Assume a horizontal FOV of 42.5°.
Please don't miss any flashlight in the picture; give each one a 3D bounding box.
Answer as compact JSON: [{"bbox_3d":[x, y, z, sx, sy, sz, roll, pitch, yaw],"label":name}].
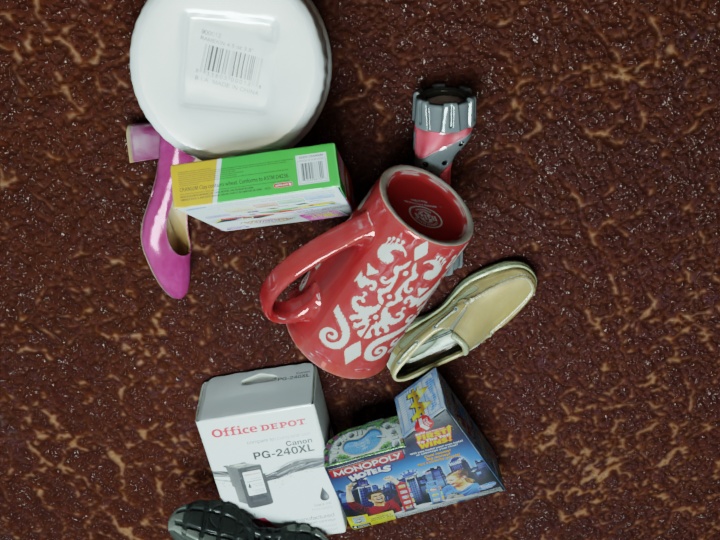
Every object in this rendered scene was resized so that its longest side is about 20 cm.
[{"bbox_3d":[0.087,-0.091,0.978,0.068,0.067,0.202,-25,126,-33],"label":"flashlight"}]

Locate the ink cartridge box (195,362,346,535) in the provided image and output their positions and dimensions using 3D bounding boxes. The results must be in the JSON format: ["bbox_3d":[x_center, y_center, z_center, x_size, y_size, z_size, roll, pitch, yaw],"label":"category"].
[{"bbox_3d":[-0.104,0.226,1.123,0.143,0.084,0.202,-10,118,5],"label":"ink cartridge box"}]

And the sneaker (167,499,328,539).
[{"bbox_3d":[-0.135,0.334,1.093,0.198,0.076,0.080,19,120,-10],"label":"sneaker"}]

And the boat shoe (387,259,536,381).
[{"bbox_3d":[0.117,0.067,1.048,0.199,0.076,0.072,-37,111,17],"label":"boat shoe"}]

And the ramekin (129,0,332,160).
[{"bbox_3d":[-0.123,-0.195,0.877,0.198,0.098,0.203,-1,103,-4],"label":"ramekin"}]

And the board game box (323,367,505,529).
[{"bbox_3d":[0.059,0.208,1.088,0.198,0.062,0.201,-15,135,2],"label":"board game box"}]

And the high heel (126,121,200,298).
[{"bbox_3d":[-0.183,-0.067,0.987,0.095,0.067,0.202,-3,104,13],"label":"high heel"}]

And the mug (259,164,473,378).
[{"bbox_3d":[0.009,0.007,0.938,0.134,0.177,0.200,46,129,12],"label":"mug"}]

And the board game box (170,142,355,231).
[{"bbox_3d":[-0.087,-0.077,0.911,0.151,0.200,0.041,-7,86,3],"label":"board game box"}]
